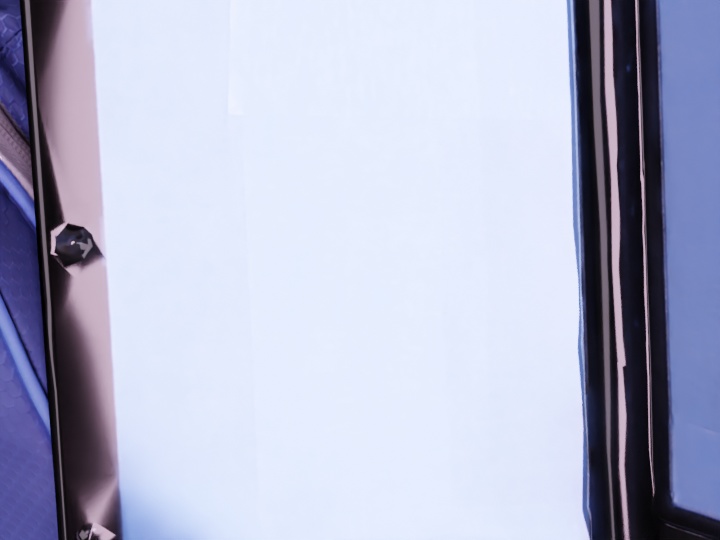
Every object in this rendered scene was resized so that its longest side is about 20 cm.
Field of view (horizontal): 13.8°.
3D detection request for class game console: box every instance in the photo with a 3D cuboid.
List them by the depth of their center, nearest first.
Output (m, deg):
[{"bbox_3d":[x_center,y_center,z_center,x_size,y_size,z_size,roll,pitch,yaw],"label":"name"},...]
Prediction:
[{"bbox_3d":[0.032,-0.002,0.530,0.176,0.116,0.201,14,111,55],"label":"game console"}]

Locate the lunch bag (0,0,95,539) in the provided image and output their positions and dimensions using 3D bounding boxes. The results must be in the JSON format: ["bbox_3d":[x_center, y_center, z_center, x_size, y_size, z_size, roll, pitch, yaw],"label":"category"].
[{"bbox_3d":[-0.085,0.026,0.661,0.135,0.132,0.201,-1,128,35],"label":"lunch bag"}]
